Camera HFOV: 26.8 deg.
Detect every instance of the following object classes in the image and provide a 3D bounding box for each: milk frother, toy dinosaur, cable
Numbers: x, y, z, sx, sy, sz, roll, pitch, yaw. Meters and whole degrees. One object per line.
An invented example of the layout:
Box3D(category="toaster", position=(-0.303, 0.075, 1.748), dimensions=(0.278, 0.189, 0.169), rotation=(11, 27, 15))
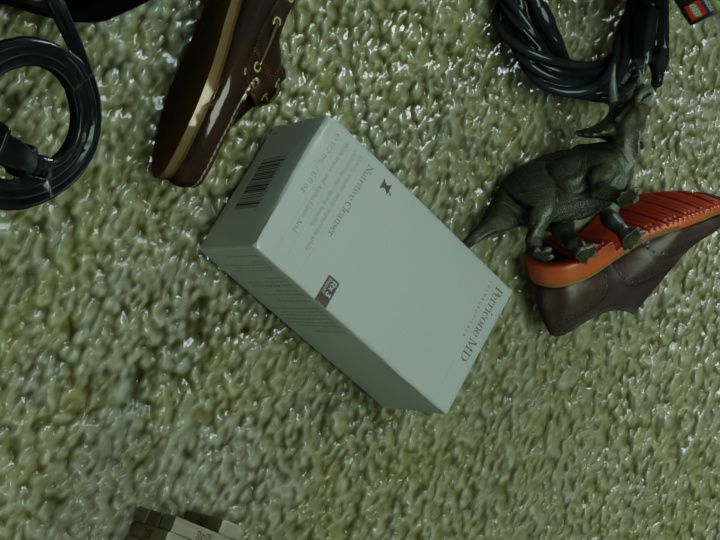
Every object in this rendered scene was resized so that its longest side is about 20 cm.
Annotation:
Box3D(category="milk frother", position=(-0.221, -0.145, 0.839), dimensions=(0.180, 0.187, 0.201), rotation=(37, 72, -28))
Box3D(category="toy dinosaur", position=(0.155, -0.058, 1.155), dimensions=(0.199, 0.103, 0.077), rotation=(-32, 136, 7))
Box3D(category="cable", position=(0.172, -0.232, 1.191), dimensions=(0.162, 0.051, 0.202), rotation=(3, 85, -26))

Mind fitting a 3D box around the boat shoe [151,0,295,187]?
Box3D(category="boat shoe", position=(-0.078, -0.144, 1.004), dimensions=(0.070, 0.070, 0.202), rotation=(25, 77, -27))

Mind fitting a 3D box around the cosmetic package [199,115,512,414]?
Box3D(category="cosmetic package", position=(0.000, 0.000, 1.054), dimensions=(0.200, 0.081, 0.113), rotation=(39, 68, -27))

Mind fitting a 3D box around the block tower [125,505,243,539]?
Box3D(category="block tower", position=(-0.143, 0.250, 0.978), dimensions=(0.058, 0.054, 0.202), rotation=(28, 75, -31))

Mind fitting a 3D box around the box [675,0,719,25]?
Box3D(category="box", position=(0.243, -0.296, 1.172), dimensions=(0.137, 0.040, 0.201), rotation=(52, 32, -22))

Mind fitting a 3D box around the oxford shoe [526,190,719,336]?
Box3D(category="oxford shoe", position=(0.217, -0.010, 1.215), dimensions=(0.199, 0.071, 0.073), rotation=(-22, 115, -24))
